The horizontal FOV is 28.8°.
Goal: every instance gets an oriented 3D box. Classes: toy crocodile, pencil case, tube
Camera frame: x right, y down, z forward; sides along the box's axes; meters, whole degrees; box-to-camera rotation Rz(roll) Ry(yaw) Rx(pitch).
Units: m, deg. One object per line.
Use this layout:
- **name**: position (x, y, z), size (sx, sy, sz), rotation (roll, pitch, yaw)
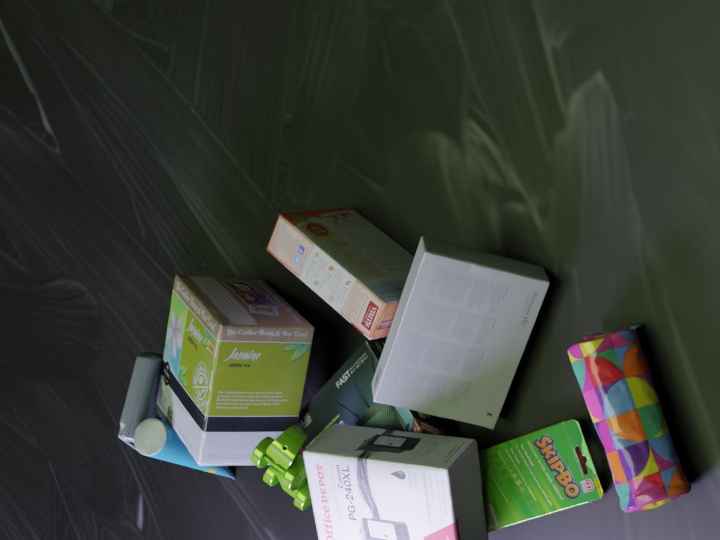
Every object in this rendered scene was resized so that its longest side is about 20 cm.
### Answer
- **toy crocodile**: position (-0.085, 0.246, 1.755), size (0.067, 0.200, 0.062), rotation (34, 73, 21)
- **pencil case**: position (0.289, 0.158, 1.514), size (0.088, 0.088, 0.200), rotation (-26, 76, 41)
- **tube**: position (-0.241, 0.245, 1.940), size (0.050, 0.200, 0.077), rotation (-41, 63, 8)

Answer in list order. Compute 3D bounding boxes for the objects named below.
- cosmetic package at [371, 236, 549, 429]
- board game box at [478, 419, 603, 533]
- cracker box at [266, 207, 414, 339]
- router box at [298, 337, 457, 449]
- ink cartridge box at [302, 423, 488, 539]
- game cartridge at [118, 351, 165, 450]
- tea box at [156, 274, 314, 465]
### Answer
- **cosmetic package**: position (0.113, 0.074, 1.620), size (0.052, 0.151, 0.200), rotation (-95, 22, -66)
- **board game box**: position (0.197, 0.242, 1.642), size (0.200, 0.030, 0.096), rotation (-28, 77, 44)
- **cracker box**: position (0.000, 0.000, 1.718), size (0.200, 0.134, 0.058), rotation (40, 120, 32)
- **router box**: position (0.012, 0.199, 1.781), size (0.200, 0.062, 0.150), rotation (-49, 63, 35)
- **ink cartridge box**: position (0.041, 0.271, 1.678), size (0.200, 0.083, 0.145), rotation (2, 112, 30)
- **game cartridge**: position (-0.299, 0.185, 1.981), size (0.041, 0.200, 0.133), rotation (9, 77, 1)
- **tea box**: position (-0.169, 0.128, 1.849), size (0.200, 0.134, 0.197), rotation (37, 119, 60)
